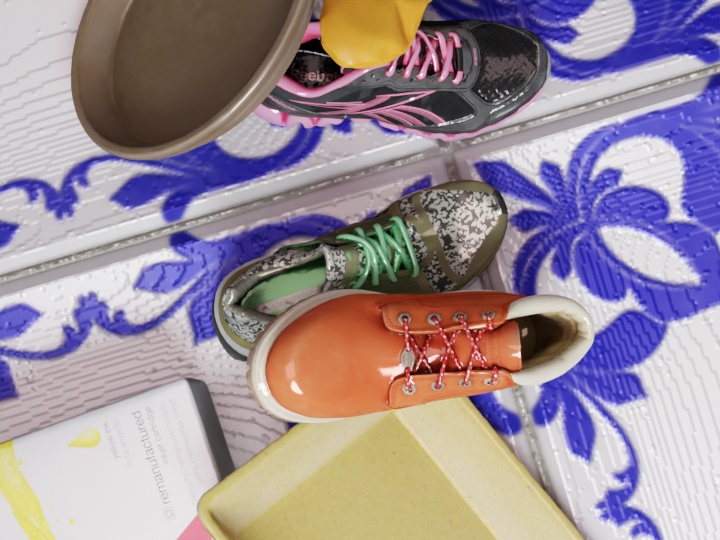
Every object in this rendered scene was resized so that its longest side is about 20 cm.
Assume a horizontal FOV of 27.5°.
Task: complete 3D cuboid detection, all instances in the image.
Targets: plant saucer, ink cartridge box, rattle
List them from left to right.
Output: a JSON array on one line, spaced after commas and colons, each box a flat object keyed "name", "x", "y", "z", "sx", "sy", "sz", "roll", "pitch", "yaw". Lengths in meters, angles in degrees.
[{"name": "ink cartridge box", "x": -0.170, "y": 0.165, "z": 0.894, "sx": 0.200, "sy": 0.083, "sz": 0.145, "roll": -20, "pitch": 85, "yaw": 0}, {"name": "plant saucer", "x": -0.099, "y": -0.156, "z": 0.903, "sx": 0.200, "sy": 0.029, "sz": 0.200, "roll": -18, "pitch": 59, "yaw": 33}, {"name": "plant saucer", "x": 0.024, "y": 0.170, "z": 0.866, "sx": 0.200, "sy": 0.048, "sz": 0.200, "roll": -34, "pitch": 82, "yaw": -39}, {"name": "rattle", "x": 0.054, "y": -0.224, "z": 0.821, "sx": 0.200, "sy": 0.143, "sz": 0.130, "roll": -34, "pitch": 92, "yaw": 35}]

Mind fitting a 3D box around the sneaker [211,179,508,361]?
[{"name": "sneaker", "x": 0.000, "y": 0.000, "z": 0.901, "sx": 0.200, "sy": 0.089, "sz": 0.077, "roll": -25, "pitch": 83, "yaw": -1}]

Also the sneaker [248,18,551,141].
[{"name": "sneaker", "x": 0.020, "y": -0.126, "z": 0.912, "sx": 0.200, "sy": 0.095, "sz": 0.079, "roll": -3, "pitch": 82, "yaw": 1}]

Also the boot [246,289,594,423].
[{"name": "boot", "x": 0.037, "y": 0.043, "z": 0.842, "sx": 0.200, "sy": 0.107, "sz": 0.075, "roll": -9, "pitch": 93, "yaw": -30}]
